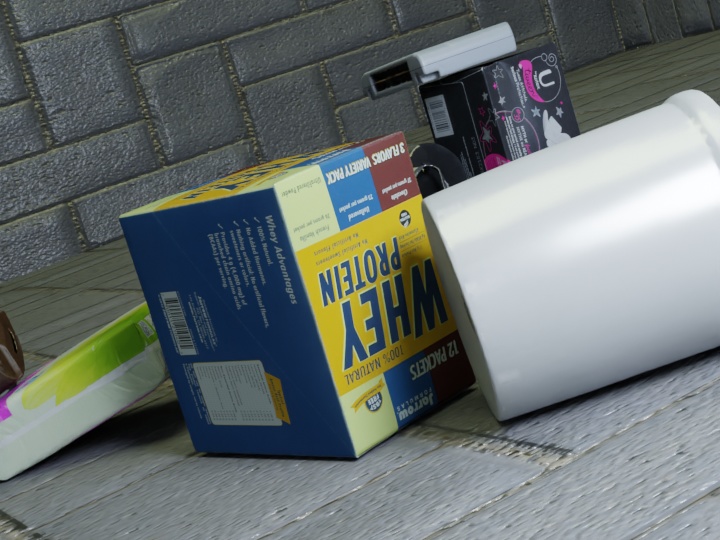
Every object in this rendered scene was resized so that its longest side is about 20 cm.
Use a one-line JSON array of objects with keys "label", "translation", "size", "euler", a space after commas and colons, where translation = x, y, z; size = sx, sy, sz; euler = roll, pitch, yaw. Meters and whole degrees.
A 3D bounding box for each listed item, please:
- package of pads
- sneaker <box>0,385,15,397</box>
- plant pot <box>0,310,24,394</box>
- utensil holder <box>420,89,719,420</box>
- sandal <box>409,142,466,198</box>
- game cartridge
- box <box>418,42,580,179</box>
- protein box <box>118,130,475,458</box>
[{"label": "package of pads", "translation": [-0.242, 0.099, 1.245], "size": [0.198, 0.069, 0.155], "euler": [-31, 6, 16]}, {"label": "sneaker", "translation": [-0.419, 0.155, 1.413], "size": [0.083, 0.078, 0.200], "euler": [6, 22, 24]}, {"label": "plant pot", "translation": [-0.427, 0.087, 1.238], "size": [0.197, 0.202, 0.200], "euler": [-31, 9, 1]}, {"label": "utensil holder", "translation": [0.158, -0.006, 0.912], "size": [0.197, 0.172, 0.170], "euler": [-21, 9, -1]}, {"label": "sandal", "translation": [0.073, -0.062, 1.449], "size": [0.075, 0.043, 0.202], "euler": [2, 52, 8]}, {"label": "game cartridge", "translation": [0.090, -0.234, 1.523], "size": [0.132, 0.042, 0.200], "euler": [-26, 8, -17]}, {"label": "box", "translation": [0.167, -0.133, 1.516], "size": [0.114, 0.203, 0.132], "euler": [-21, 8, -30]}, {"label": "protein box", "translation": [-0.050, 0.022, 1.028], "size": [0.134, 0.201, 0.198], "euler": [-26, 12, -41]}]
